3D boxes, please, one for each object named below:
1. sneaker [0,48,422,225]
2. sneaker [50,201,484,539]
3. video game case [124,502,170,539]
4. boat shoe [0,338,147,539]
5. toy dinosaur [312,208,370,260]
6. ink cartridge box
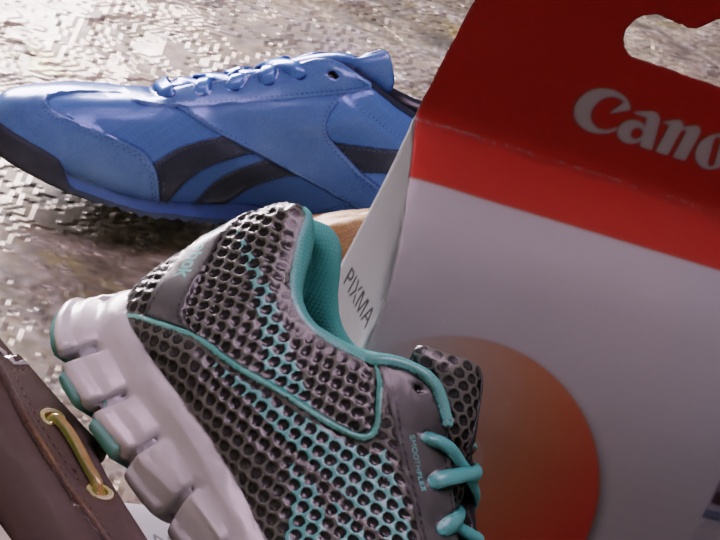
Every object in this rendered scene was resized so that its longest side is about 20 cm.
[{"bbox_3d":[-0.036,-0.054,1.007,0.199,0.079,0.066,11,19,-11],"label":"sneaker"},{"bbox_3d":[0.003,0.063,0.724,0.200,0.091,0.078,52,3,17],"label":"sneaker"},{"bbox_3d":[-0.076,0.124,0.736,0.181,0.023,0.200,8,30,-18],"label":"video game case"},{"bbox_3d":[-0.094,0.066,0.735,0.059,0.072,0.200,5,33,-34],"label":"boat shoe"},{"bbox_3d":[0.000,0.000,0.891,0.106,0.061,0.200,-38,22,-21],"label":"toy dinosaur"},{"bbox_3d":[0.076,0.014,0.805,0.161,0.201,0.050,16,28,-25],"label":"ink cartridge box"}]
